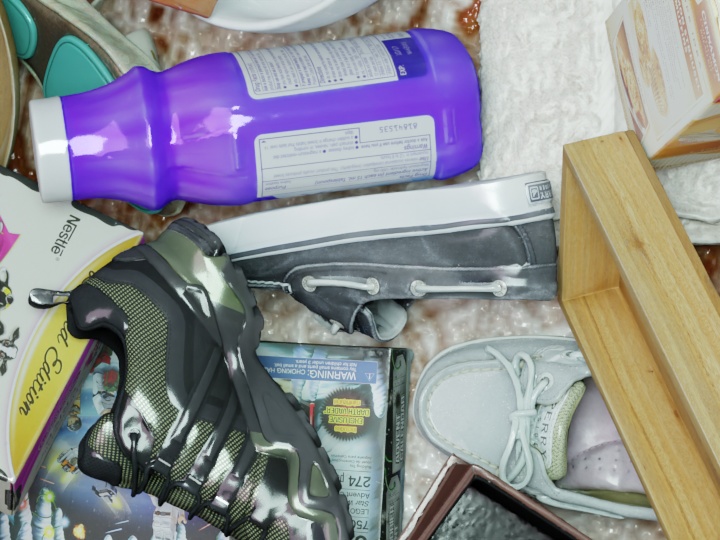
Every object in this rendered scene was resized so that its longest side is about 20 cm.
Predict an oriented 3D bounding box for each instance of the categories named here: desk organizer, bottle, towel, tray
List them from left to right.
[{"bbox_3d":[-0.048,-0.065,1.081,0.199,0.084,0.066,-8,110,-9],"label":"bottle"},{"bbox_3d":[0.107,0.161,1.019,0.200,0.077,0.072,33,84,-1],"label":"desk organizer"},{"bbox_3d":[0.117,-0.109,1.090,0.132,0.034,0.201,-2,86,17],"label":"towel"},{"bbox_3d":[0.130,0.047,0.982,0.037,0.099,0.200,-14,48,-10],"label":"tray"}]

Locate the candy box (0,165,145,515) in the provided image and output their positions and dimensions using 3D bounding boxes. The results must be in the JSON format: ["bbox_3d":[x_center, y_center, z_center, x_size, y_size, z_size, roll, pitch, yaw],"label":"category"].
[{"bbox_3d":[-0.217,0.006,1.101,0.199,0.061,0.137,25,68,1],"label":"candy box"}]

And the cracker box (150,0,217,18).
[{"bbox_3d":[-0.119,-0.220,1.118,0.200,0.058,0.134,36,106,38],"label":"cracker box"}]

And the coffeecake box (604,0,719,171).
[{"bbox_3d":[0.192,-0.102,0.955,0.153,0.200,0.073,-12,84,-4],"label":"coffeecake box"}]

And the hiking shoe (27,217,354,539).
[{"bbox_3d":[-0.072,0.083,1.062,0.100,0.076,0.201,-24,81,-10],"label":"hiking shoe"}]

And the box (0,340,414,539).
[{"bbox_3d":[-0.077,0.100,1.140,0.199,0.040,0.138,2,89,18],"label":"box"}]

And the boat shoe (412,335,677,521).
[{"bbox_3d":[0.115,0.075,1.064,0.201,0.065,0.075,17,92,18],"label":"boat shoe"}]

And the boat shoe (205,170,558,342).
[{"bbox_3d":[0.000,0.000,1.097,0.199,0.072,0.068,-7,92,28],"label":"boat shoe"}]

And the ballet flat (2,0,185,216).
[{"bbox_3d":[-0.134,-0.113,1.160,0.200,0.062,0.068,48,143,13],"label":"ballet flat"}]

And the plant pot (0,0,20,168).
[{"bbox_3d":[-0.241,-0.108,1.178,0.199,0.027,0.201,13,115,28],"label":"plant pot"}]

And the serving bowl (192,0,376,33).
[{"bbox_3d":[-0.017,-0.203,1.109,0.199,0.066,0.201,-8,78,40],"label":"serving bowl"}]
